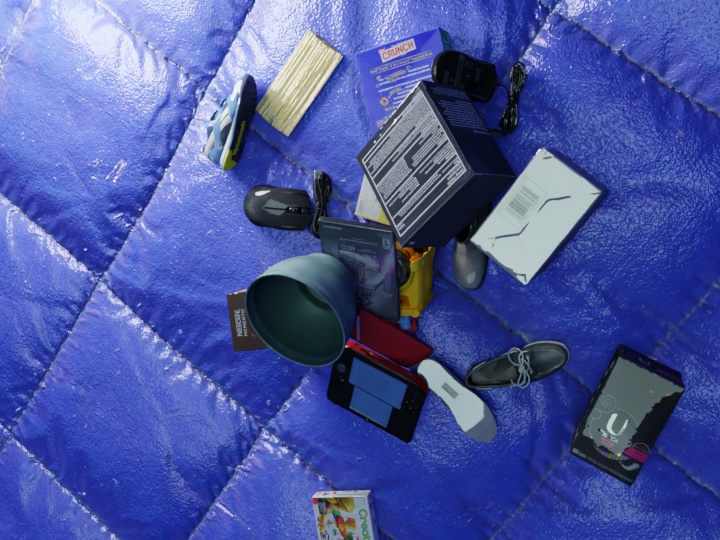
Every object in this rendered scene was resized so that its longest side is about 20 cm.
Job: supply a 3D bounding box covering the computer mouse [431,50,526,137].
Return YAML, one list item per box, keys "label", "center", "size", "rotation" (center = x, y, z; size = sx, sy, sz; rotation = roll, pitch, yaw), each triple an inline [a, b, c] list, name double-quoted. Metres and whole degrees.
- label: "computer mouse"
  center: [0.201, -0.312, 1.384]
  size: [0.046, 0.199, 0.141]
  rotation: [23, 109, 62]

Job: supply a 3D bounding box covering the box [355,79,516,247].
- label: "box"
  center: [0.123, -0.174, 1.311]
  size: [0.200, 0.123, 0.199]
  rotation: [-45, 59, 39]

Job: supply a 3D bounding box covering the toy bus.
- label: "toy bus"
  center: [0.045, 0.031, 1.492]
  size: [0.199, 0.136, 0.193]
  rotation: [3, 113, 22]

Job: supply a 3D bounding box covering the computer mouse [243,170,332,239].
- label: "computer mouse"
  center: [-0.158, -0.132, 1.574]
  size: [0.199, 0.053, 0.140]
  rotation: [2, 98, 20]

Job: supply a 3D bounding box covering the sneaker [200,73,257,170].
- label: "sneaker"
  center: [-0.273, -0.310, 1.585]
  size: [0.082, 0.074, 0.201]
  rotation: [26, 103, 17]

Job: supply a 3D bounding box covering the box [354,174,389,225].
- label: "box"
  center: [0.099, -0.135, 1.485]
  size: [0.199, 0.048, 0.118]
  rotation: [19, 102, 19]

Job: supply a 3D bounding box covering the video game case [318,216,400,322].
- label: "video game case"
  center: [0.000, 0.000, 1.402]
  size: [0.142, 0.019, 0.201]
  rotation: [10, 128, 20]

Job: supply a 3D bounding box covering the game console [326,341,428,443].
- label: "game console"
  center: [0.030, 0.241, 1.529]
  size: [0.199, 0.031, 0.178]
  rotation: [27, 128, 16]

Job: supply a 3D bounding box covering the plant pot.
- label: "plant pot"
  center: [-0.087, 0.053, 1.382]
  size: [0.199, 0.134, 0.201]
  rotation: [17, 131, 20]

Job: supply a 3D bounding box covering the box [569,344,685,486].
- label: "box"
  center: [0.468, 0.252, 1.365]
  size: [0.122, 0.106, 0.201]
  rotation: [26, 104, 15]

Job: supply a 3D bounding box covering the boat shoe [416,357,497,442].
- label: "boat shoe"
  center: [0.189, 0.243, 1.492]
  size: [0.069, 0.057, 0.200]
  rotation: [-44, 82, 10]

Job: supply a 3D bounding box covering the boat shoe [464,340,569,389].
- label: "boat shoe"
  center: [0.290, 0.180, 1.444]
  size: [0.199, 0.062, 0.075]
  rotation: [-13, 90, 20]

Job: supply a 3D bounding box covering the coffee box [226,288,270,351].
- label: "coffee box"
  center: [-0.173, 0.082, 1.524]
  size: [0.079, 0.200, 0.115]
  rotation: [-6, 94, 23]

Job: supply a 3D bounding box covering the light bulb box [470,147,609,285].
- label: "light bulb box"
  center: [0.313, -0.096, 1.330]
  size: [0.125, 0.200, 0.199]
  rotation: [41, 108, 12]

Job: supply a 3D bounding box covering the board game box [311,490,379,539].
- label: "board game box"
  center: [-0.024, 0.563, 1.617]
  size: [0.125, 0.035, 0.201]
  rotation: [-8, 93, 20]

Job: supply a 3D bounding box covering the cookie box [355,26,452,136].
- label: "cookie box"
  center: [0.099, -0.328, 1.446]
  size: [0.170, 0.075, 0.201]
  rotation: [-12, 93, 20]

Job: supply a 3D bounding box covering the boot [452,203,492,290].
- label: "boot"
  center: [0.193, -0.057, 1.414]
  size: [0.069, 0.132, 0.201]
  rotation: [4, 98, 18]

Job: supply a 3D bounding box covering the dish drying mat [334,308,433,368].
- label: "dish drying mat"
  center: [0.047, 0.133, 1.474]
  size: [0.200, 0.018, 0.077]
  rotation: [32, 124, -33]

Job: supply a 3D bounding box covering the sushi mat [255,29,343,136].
- label: "sushi mat"
  center: [-0.125, -0.375, 1.554]
  size: [0.096, 0.012, 0.200]
  rotation: [41, 108, 9]
